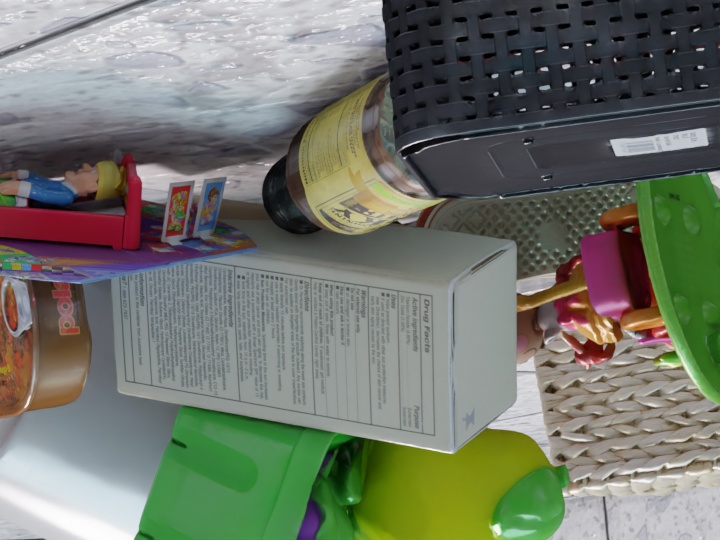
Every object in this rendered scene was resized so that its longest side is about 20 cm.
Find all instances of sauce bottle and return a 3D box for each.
[{"bbox_3d":[0.003,-0.052,1.325,0.064,0.065,0.200,-3,174,-19],"label":"sauce bottle"}]

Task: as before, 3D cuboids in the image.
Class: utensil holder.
[{"bbox_3d":[-0.128,0.096,1.667,0.199,0.171,0.170,27,158,-22],"label":"utensil holder"}]

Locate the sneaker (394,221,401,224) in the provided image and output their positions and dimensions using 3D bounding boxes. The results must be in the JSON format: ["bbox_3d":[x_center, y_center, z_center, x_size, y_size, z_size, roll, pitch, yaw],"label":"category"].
[{"bbox_3d":[-0.012,0.003,1.660,0.199,0.091,0.066,30,160,-29],"label":"sneaker"}]

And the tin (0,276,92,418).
[{"bbox_3d":[-0.190,0.021,1.496,0.042,0.113,0.200,-12,180,-24],"label":"tin"}]

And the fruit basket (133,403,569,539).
[{"bbox_3d":[0.003,0.137,1.501,0.214,0.156,0.216,20,-175,-2],"label":"fruit basket"}]

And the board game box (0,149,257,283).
[{"bbox_3d":[-0.149,-0.037,1.363,0.157,0.039,0.199,16,-165,33],"label":"board game box"}]

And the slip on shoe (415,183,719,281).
[{"bbox_3d":[0.122,-0.025,1.593,0.199,0.075,0.061,-3,-167,-19],"label":"slip on shoe"}]

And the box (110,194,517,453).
[{"bbox_3d":[-0.024,0.024,1.433,0.199,0.096,0.078,10,-159,26],"label":"box"}]

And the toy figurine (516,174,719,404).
[{"bbox_3d":[0.104,0.016,1.502,0.183,0.151,0.200,-14,171,22],"label":"toy figurine"}]

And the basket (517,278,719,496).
[{"bbox_3d":[0.236,0.063,1.905,0.197,0.162,0.200,-11,171,27],"label":"basket"}]

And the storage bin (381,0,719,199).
[{"bbox_3d":[0.112,-0.091,1.053,0.199,0.094,0.135,-8,171,8],"label":"storage bin"}]
